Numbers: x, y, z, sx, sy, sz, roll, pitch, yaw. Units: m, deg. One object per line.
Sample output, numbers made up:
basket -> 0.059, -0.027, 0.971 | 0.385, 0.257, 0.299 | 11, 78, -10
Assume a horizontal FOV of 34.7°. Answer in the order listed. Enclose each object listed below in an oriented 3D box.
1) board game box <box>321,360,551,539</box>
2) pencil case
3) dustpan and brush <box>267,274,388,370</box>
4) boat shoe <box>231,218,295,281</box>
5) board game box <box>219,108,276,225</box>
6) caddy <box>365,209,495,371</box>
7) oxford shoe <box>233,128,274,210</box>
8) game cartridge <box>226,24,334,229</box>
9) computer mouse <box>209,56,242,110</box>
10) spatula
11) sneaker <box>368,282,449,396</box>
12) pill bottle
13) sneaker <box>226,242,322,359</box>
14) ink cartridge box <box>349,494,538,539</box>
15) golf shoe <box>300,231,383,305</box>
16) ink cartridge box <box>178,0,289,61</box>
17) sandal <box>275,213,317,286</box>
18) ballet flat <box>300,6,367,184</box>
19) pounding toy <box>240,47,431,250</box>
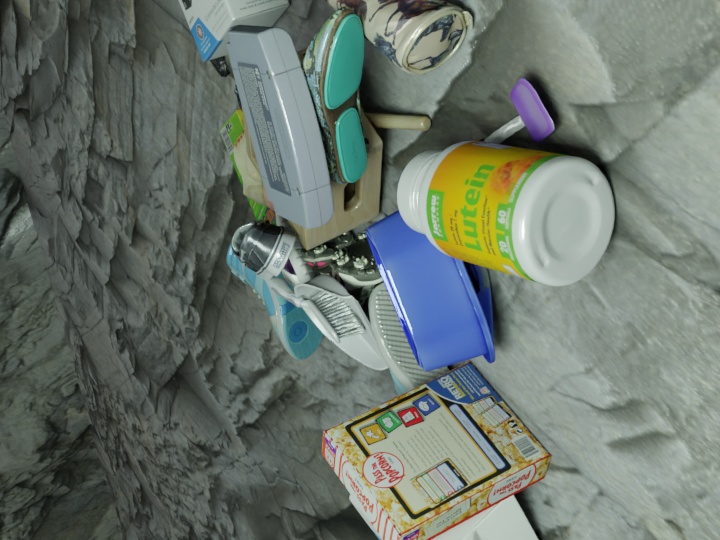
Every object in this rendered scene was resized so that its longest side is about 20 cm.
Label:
board game box -> 0.081, 0.199, 1.247 | 0.152, 0.199, 0.047 | 50, 150, 34
pencil case -> 0.022, -0.271, 1.124 | 0.200, 0.089, 0.078 | 48, -175, 30
dustpan and brush -> -0.054, 0.044, 1.423 | 0.200, 0.057, 0.140 | 44, 166, 46
boat shoe -> -0.124, -0.030, 1.406 | 0.067, 0.072, 0.200 | 27, 180, -7
board game box -> -0.143, -0.125, 1.644 | 0.095, 0.030, 0.201 | -26, 84, 66
caddy -> 0.082, 0.011, 1.213 | 0.141, 0.104, 0.201 | 173, 75, -89
oxford shoe -> -0.139, -0.169, 1.522 | 0.073, 0.071, 0.201 | 14, 128, 22
game cartridge -> -0.080, -0.146, 1.160 | 0.133, 0.041, 0.201 | 22, 130, 59
computer mouse -> -0.177, -0.265, 1.593 | 0.200, 0.034, 0.059 | 48, 150, 38
spatula -> 0.131, -0.126, 1.095 | 0.057, 0.020, 0.200 | 62, 156, 4
sneaker -> 0.055, 0.111, 1.366 | 0.201, 0.074, 0.082 | 64, 153, -2
pill bottle -> 0.122, -0.058, 1.046 | 0.200, 0.111, 0.112 | 19, 126, 54
sneaker -> -0.124, 0.025, 1.641 | 0.130, 0.079, 0.201 | 20, 130, 48
ink cartridge box -> 0.108, 0.301, 1.328 | 0.200, 0.125, 0.129 | 29, 156, 52
golf shoe -> 0.000, 0.000, 1.420 | 0.088, 0.077, 0.200 | 61, 165, -16
ink cartridge box -> -0.182, -0.387, 1.442 | 0.201, 0.083, 0.145 | 67, 156, 2
sandal -> -0.077, 0.002, 1.520 | 0.050, 0.082, 0.204 | -33, 63, 23
ballet flat -> -0.035, -0.173, 1.138 | 0.074, 0.074, 0.201 | 45, 148, 40
pounding toy -> -0.032, -0.148, 1.308 | 0.185, 0.142, 0.200 | 57, 164, 24
